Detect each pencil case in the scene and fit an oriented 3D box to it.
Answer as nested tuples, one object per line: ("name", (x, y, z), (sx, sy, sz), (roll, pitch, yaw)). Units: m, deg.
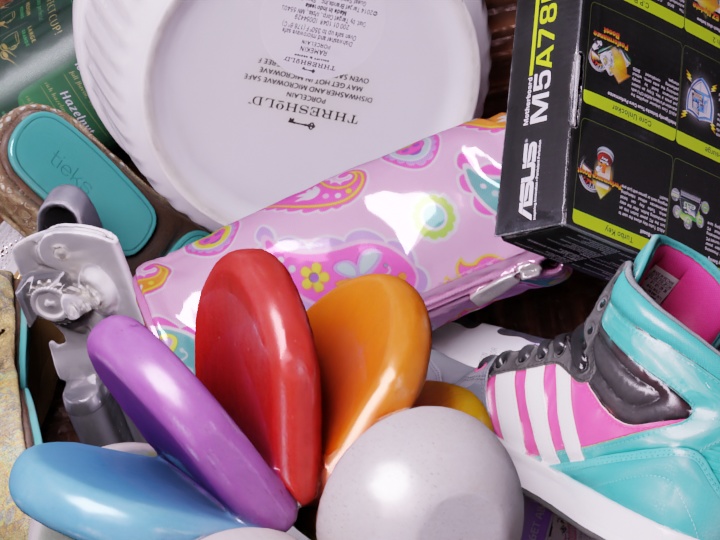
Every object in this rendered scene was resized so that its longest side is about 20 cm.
("pencil case", (0.000, 0.000, 0.956), (0.200, 0.087, 0.088), (-22, 67, -1))

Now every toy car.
("toy car", (-0.048, 0.073, 0.822), (0.200, 0.150, 0.175), (-32, 26, -17))

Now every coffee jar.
("coffee jar", (-0.112, -0.124, 1.100), (0.200, 0.085, 0.104), (-28, 30, 8))

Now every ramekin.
("ramekin", (-0.032, -0.105, 1.004), (0.200, 0.200, 0.105), (-33, 28, 5))

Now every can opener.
("can opener", (-0.110, 0.051, 1.015), (0.053, 0.200, 0.067), (-7, 35, 16))

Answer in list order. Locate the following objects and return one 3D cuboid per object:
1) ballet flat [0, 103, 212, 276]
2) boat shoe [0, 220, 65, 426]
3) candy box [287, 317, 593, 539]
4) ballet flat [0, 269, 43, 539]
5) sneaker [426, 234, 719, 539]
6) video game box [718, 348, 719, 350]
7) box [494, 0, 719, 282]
("ballet flat", (-0.110, -0.005, 1.059), (0.200, 0.065, 0.071), (48, 64, -15))
("boat shoe", (-0.196, 0.044, 1.094), (0.069, 0.071, 0.200), (11, 62, 47))
("candy box", (0.060, 0.115, 0.985), (0.200, 0.072, 0.168), (15, 78, 21))
("ballet flat", (-0.177, 0.066, 0.965), (0.071, 0.071, 0.200), (-29, 34, 7))
("sneaker", (0.097, 0.039, 0.883), (0.200, 0.084, 0.121), (26, 95, 45))
("video game box", (0.206, 0.145, 0.905), (0.182, 0.047, 0.200), (18, 78, -3))
("box", (0.150, -0.081, 0.956), (0.047, 0.200, 0.194), (-8, 69, 48))
